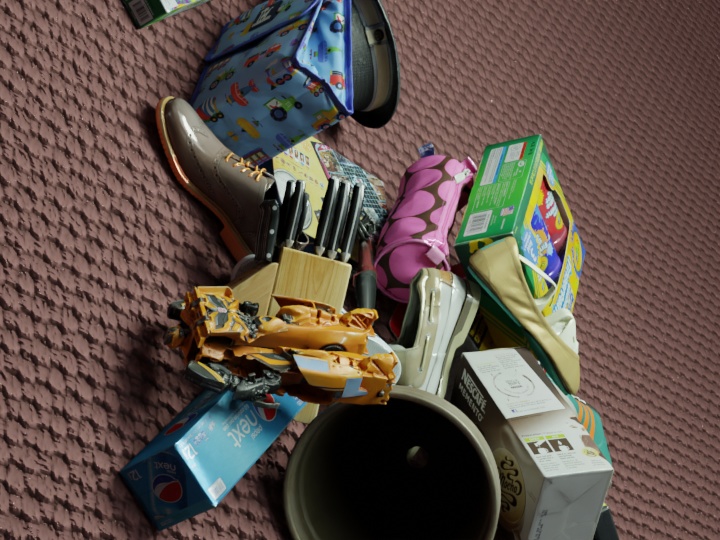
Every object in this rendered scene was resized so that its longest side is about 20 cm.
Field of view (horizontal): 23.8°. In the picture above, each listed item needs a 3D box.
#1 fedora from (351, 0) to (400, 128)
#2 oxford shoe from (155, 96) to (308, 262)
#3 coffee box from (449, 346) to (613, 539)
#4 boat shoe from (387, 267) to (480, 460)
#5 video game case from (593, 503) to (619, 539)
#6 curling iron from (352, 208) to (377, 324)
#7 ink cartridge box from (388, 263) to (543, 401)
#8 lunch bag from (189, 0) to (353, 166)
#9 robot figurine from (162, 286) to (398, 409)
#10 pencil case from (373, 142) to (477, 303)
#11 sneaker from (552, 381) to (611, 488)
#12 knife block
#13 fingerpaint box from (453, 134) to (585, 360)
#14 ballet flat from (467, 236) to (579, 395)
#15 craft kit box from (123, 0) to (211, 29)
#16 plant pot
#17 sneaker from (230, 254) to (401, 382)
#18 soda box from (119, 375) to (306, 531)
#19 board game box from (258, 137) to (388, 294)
[{"bbox_3d":[-0.039,-0.240,1.861,0.091,0.201,0.201,-22,87,-25],"label":"fedora"},{"bbox_3d":[-0.122,-0.092,1.656,0.200,0.073,0.071,54,32,-17],"label":"oxford shoe"},{"bbox_3d":[0.162,0.179,1.696,0.080,0.113,0.200,-4,35,-22],"label":"coffee box"},{"bbox_3d":[0.054,0.094,1.747,0.068,0.075,0.201,23,82,-19],"label":"boat shoe"},{"bbox_3d":[0.233,0.273,1.809,0.181,0.025,0.200,50,-14,55],"label":"video game case"},{"bbox_3d":[0.000,0.000,1.724,0.050,0.025,0.200,57,18,-32],"label":"curling iron"},{"bbox_3d":[0.133,0.063,1.935,0.176,0.084,0.200,54,32,-17],"label":"ink cartridge box"},{"bbox_3d":[-0.082,-0.219,1.737,0.094,0.150,0.200,43,36,-32],"label":"lunch bag"},{"bbox_3d":[-0.074,0.063,1.495,0.199,0.058,0.145,9,29,-23],"label":"robot figurine"},{"bbox_3d":[0.071,-0.050,1.842,0.091,0.093,0.200,57,27,-25],"label":"pencil case"},{"bbox_3d":[0.241,0.179,2.036,0.200,0.071,0.080,57,27,-33],"label":"sneaker"},{"bbox_3d":[-0.041,0.019,1.604,0.200,0.175,0.064,59,-10,-8],"label":"knife block"},{"bbox_3d":[0.180,-0.024,1.879,0.200,0.073,0.167,-68,140,-52],"label":"fingerpaint box"},{"bbox_3d":[0.187,0.047,1.767,0.200,0.063,0.069,51,3,-27],"label":"ballet flat"},{"bbox_3d":[-0.212,-0.360,1.750,0.200,0.048,0.197,61,27,-7],"label":"craft kit box"},{"bbox_3d":[0.042,0.196,1.613,0.201,0.199,0.174,64,13,-1],"label":"plant pot"},{"bbox_3d":[-0.050,0.054,1.678,0.200,0.073,0.071,40,-4,-18],"label":"sneaker"},{"bbox_3d":[-0.123,0.143,1.483,0.064,0.068,0.200,58,30,-7],"label":"soda box"},{"bbox_3d":[-0.041,-0.069,1.808,0.200,0.035,0.136,30,44,-45],"label":"board game box"}]
